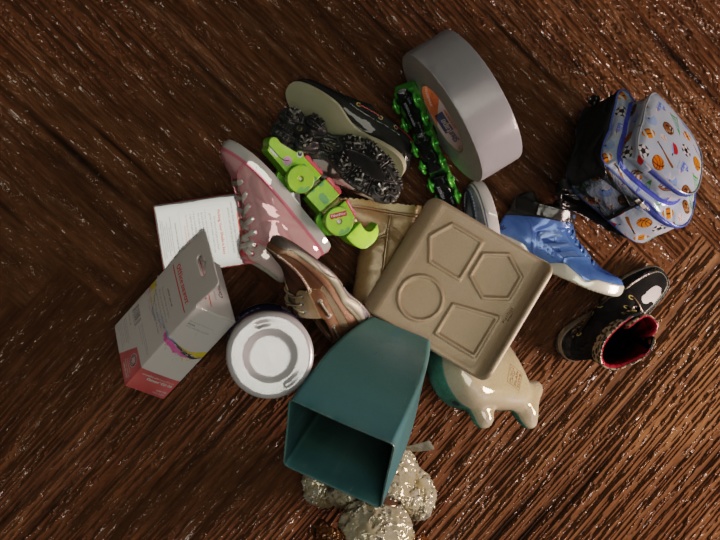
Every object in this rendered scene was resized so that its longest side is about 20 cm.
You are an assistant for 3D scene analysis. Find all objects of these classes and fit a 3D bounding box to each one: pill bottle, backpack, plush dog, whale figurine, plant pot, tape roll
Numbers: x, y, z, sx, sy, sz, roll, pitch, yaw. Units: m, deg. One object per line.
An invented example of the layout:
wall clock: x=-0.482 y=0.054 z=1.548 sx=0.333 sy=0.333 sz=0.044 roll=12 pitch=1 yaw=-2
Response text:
pill bottle: x=-0.124 y=0.101 z=1.409 sx=0.111 sy=0.200 sz=0.111 roll=0 pitch=93 yaw=-7
backpack: x=0.393 y=-0.142 z=1.493 sx=0.190 sy=0.154 sz=0.200 roll=43 pitch=55 yaw=-26
plush dog: x=0.024 y=0.323 z=1.446 sx=0.199 sy=0.161 sz=0.172 roll=10 pitch=52 yaw=-11
whale figurine: x=0.177 y=0.157 z=1.525 sx=0.200 sy=0.104 sz=0.159 roll=34 pitch=55 yaw=-31
plant pot: x=0.010 y=0.169 z=1.380 sx=0.141 sy=0.142 sz=0.200 roll=22 pitch=46 yaw=13
tape roll: x=0.136 y=-0.221 z=1.430 sx=0.066 sy=0.200 sz=0.201 roll=-32 pitch=98 yaw=-6

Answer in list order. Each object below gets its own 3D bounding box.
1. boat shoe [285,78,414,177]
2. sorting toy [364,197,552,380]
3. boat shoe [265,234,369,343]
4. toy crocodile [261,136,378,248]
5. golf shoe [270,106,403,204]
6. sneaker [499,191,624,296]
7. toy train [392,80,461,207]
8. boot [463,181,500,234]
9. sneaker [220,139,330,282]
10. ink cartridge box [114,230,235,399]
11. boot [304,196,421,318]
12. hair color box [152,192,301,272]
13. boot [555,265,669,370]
boat shoe: x=-0.014 y=-0.203 z=1.480 sx=0.201 sy=0.074 sz=0.063 roll=34 pitch=46 yaw=-1
sorting toy: x=0.133 y=0.024 z=1.445 sx=0.200 sy=0.036 sz=0.185 roll=31 pitch=83 yaw=10
boat shoe: x=-0.062 y=0.031 z=1.379 sx=0.072 sy=0.076 sz=0.200 roll=-48 pitch=129 yaw=-6
toy crocodile: x=-0.055 y=-0.103 z=1.406 sx=0.062 sy=0.067 sz=0.200 roll=-45 pitch=102 yaw=-11
golf shoe: x=-0.034 y=-0.146 z=1.457 sx=0.200 sy=0.095 sz=0.078 roll=33 pitch=61 yaw=4
sneaker: x=0.300 y=-0.045 z=1.521 sx=0.200 sy=0.077 sz=0.111 roll=25 pitch=95 yaw=8
toy train: x=0.094 y=-0.172 z=1.473 sx=0.042 sy=0.056 sz=0.200 roll=-16 pitch=123 yaw=18
boot: x=0.148 y=-0.028 z=1.495 sx=0.090 sy=0.073 sz=0.201 roll=-7 pitch=76 yaw=-9
sneaker: x=-0.138 y=-0.070 z=1.396 sx=0.105 sy=0.075 sz=0.200 roll=-42 pitch=105 yaw=-10
ink cartridge box: x=-0.234 y=0.058 z=1.392 sx=0.067 sy=0.117 sz=0.200 roll=27 pitch=118 yaw=-38
boot: x=0.000 y=0.000 z=1.482 sx=0.175 sy=0.066 sz=0.201 roll=6 pitch=90 yaw=-3
hair color box: x=-0.179 y=-0.056 z=1.461 sx=0.199 sy=0.061 sz=0.102 roll=-8 pitch=95 yaw=-8
boot: x=0.385 y=0.070 z=1.517 sx=0.200 sy=0.151 sz=0.073 roll=-34 pitch=99 yaw=-5
